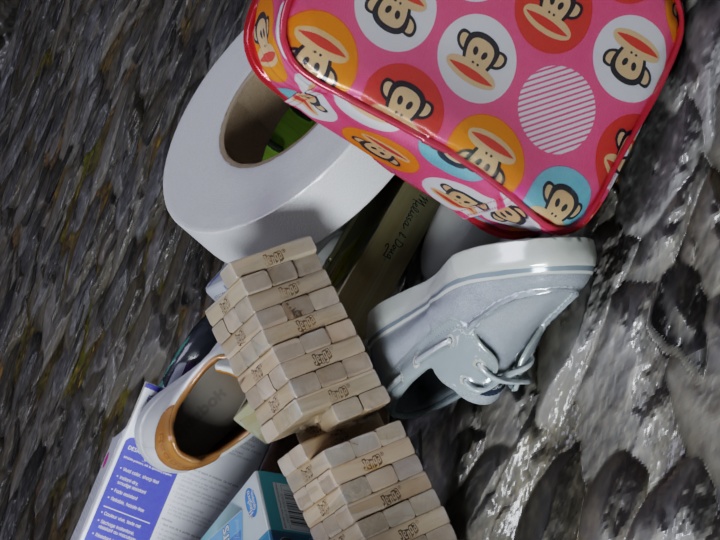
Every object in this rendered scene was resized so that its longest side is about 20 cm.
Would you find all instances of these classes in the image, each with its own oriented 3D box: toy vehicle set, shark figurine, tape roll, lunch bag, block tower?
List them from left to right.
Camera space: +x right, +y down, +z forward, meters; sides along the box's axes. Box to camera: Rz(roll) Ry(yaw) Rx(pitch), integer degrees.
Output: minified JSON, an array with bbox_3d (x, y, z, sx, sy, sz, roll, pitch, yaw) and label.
[{"bbox_3d":[-0.032,-0.095,1.267,0.202,0.037,0.204,-32,35,26],"label":"tape roll"},{"bbox_3d":[-0.015,0.086,1.153,0.201,0.054,0.058,65,148,9],"label":"block tower"},{"bbox_3d":[0.000,0.000,1.302,0.201,0.026,0.124,-60,8,-34],"label":"toy vehicle set"},{"bbox_3d":[0.058,-0.130,1.072,0.177,0.199,0.082,-61,17,-12],"label":"lunch bag"},{"bbox_3d":[0.071,-0.080,1.181,0.128,0.089,0.216,-123,52,-66],"label":"shark figurine"}]

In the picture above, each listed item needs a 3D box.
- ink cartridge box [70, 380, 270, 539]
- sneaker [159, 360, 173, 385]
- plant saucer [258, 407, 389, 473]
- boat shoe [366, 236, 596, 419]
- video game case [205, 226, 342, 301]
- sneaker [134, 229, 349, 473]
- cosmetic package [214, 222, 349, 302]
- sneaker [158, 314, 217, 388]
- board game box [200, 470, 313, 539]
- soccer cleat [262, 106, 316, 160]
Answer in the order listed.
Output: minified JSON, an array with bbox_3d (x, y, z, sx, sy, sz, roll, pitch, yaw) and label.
[{"bbox_3d":[-0.138,0.178,1.409,0.201,0.094,0.037,-66,14,4],"label":"ink cartridge box"},{"bbox_3d":[-0.118,0.095,1.585,0.201,0.075,0.115,-56,8,10],"label":"sneaker"},{"bbox_3d":[-0.038,0.154,1.357,0.200,0.032,0.202,-162,90,-72],"label":"plant saucer"},{"bbox_3d":[0.065,0.035,1.132,0.201,0.070,0.072,-33,62,60],"label":"boat shoe"},{"bbox_3d":[-0.007,-0.062,1.344,0.200,0.022,0.182,-49,8,-16],"label":"video game case"},{"bbox_3d":[-0.052,0.054,1.362,0.200,0.073,0.085,-47,13,-14],"label":"sneaker"},{"bbox_3d":[-0.039,-0.036,1.486,0.103,0.073,0.202,156,131,-67],"label":"cosmetic package"},{"bbox_3d":[-0.098,0.115,1.465,0.075,0.087,0.201,-57,-8,-47],"label":"sneaker"},{"bbox_3d":[-0.077,0.239,1.278,0.200,0.047,0.152,-52,39,35],"label":"board game box"},{"bbox_3d":[-0.011,-0.112,1.396,0.201,0.064,0.084,-54,-20,-24],"label":"soccer cleat"}]
